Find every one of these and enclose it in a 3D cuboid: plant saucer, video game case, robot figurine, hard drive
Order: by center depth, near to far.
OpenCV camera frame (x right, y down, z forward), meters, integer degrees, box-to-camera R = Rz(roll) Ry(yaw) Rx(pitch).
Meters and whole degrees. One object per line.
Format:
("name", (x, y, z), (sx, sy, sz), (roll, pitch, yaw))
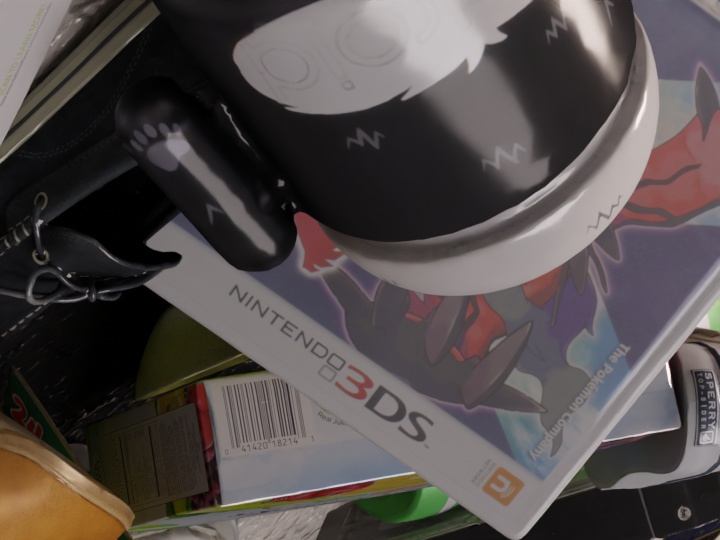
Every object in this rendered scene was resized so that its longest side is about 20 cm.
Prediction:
("robot figurine", (0.010, -0.082, 0.862), (0.150, 0.125, 0.200), (-13, 136, 24))
("video game case", (0.038, -0.031, 0.977), (0.200, 0.182, 0.023), (-53, -174, 22))
("plant saucer", (0.000, 0.000, 1.115), (0.199, 0.031, 0.200), (-23, 179, 0))
("hard drive", (0.076, 0.113, 1.365), (0.199, 0.038, 0.140), (-19, -174, 8))

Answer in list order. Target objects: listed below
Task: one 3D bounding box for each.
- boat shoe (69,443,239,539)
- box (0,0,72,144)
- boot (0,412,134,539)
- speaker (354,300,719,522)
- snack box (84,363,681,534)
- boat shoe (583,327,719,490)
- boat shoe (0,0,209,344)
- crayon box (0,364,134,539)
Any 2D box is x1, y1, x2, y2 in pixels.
("boat shoe", (-0.093, 0.127, 1.258), (0.071, 0.070, 0.200), (-39, 160, 4))
("box", (-0.176, -0.040, 0.797), (0.200, 0.036, 0.145), (-15, 144, -50))
("boot", (-0.163, 0.104, 0.928), (0.144, 0.071, 0.201), (-59, 150, -1))
("speaker", (0.079, 0.048, 1.358), (0.200, 0.089, 0.089), (-23, 155, -35))
("snack box", (0.006, 0.063, 1.147), (0.199, 0.053, 0.142), (-7, 174, -24))
("boat shoe", (0.149, 0.054, 1.226), (0.086, 0.075, 0.202), (-1, 175, -10))
("boat shoe", (-0.096, -0.017, 0.958), (0.200, 0.062, 0.075), (-44, 161, 20))
("crayon box", (-0.138, 0.143, 1.137), (0.051, 0.127, 0.200), (-25, 155, -31))
